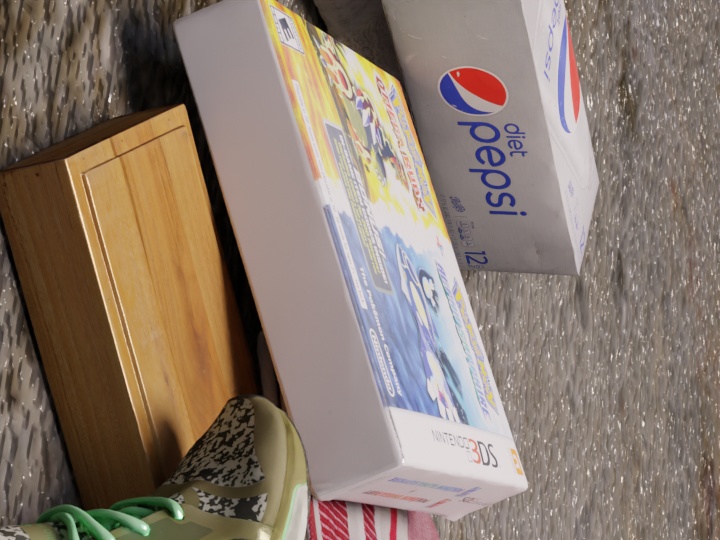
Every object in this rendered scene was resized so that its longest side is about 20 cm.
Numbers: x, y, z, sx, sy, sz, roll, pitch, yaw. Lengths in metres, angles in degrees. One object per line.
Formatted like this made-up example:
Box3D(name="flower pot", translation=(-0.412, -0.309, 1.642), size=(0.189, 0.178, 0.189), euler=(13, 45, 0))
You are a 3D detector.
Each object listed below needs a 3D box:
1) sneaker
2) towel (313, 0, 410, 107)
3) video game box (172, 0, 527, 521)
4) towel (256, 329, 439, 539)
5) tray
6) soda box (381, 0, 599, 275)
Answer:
Box3D(name="sneaker", translation=(-0.086, 0.103, 0.858), size=(0.089, 0.077, 0.200), euler=(49, 49, -21))
Box3D(name="towel", translation=(0.013, -0.181, 1.241), size=(0.133, 0.034, 0.201), euler=(60, 32, -36))
Box3D(name="video game box", translation=(0.000, 0.000, 1.066), size=(0.182, 0.047, 0.201), euler=(26, 46, -72))
Box3D(name="towel", translation=(0.006, 0.125, 1.062), size=(0.200, 0.023, 0.145), euler=(56, 20, -57))
Box3D(name="tray", translation=(-0.074, 0.046, 0.969), size=(0.099, 0.037, 0.201), euler=(-35, 113, -63))
Box3D(name="soda box", translation=(0.065, -0.083, 1.219), size=(0.200, 0.068, 0.064), euler=(72, 27, -49))
